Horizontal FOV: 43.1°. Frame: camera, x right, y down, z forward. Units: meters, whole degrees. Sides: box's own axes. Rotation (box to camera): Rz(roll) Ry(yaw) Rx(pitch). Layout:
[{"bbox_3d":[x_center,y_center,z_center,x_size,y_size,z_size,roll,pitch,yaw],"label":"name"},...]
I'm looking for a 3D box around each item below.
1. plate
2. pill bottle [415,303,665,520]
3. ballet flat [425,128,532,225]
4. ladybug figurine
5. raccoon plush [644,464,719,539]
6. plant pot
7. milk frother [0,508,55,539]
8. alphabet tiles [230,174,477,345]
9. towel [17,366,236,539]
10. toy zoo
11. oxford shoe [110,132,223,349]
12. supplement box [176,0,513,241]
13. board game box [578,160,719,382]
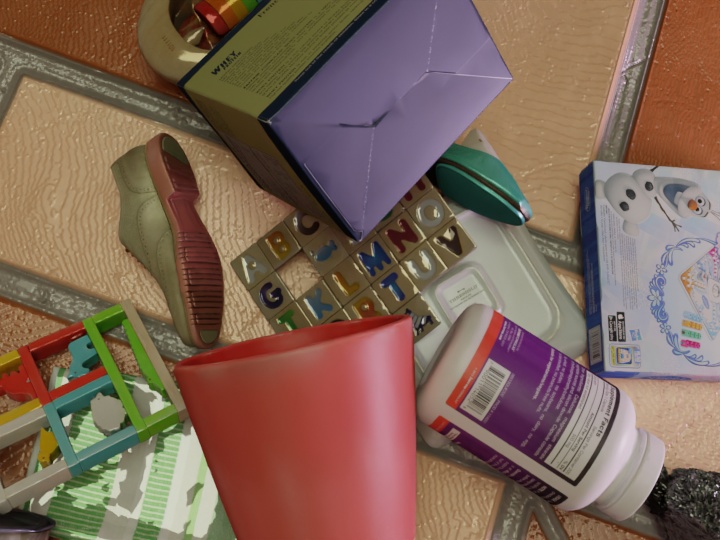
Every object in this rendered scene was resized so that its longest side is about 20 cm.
[{"bbox_3d":[0.098,0.030,0.859,0.198,0.032,0.202,-30,81,-12],"label":"plate"},{"bbox_3d":[0.150,0.123,0.768,0.198,0.113,0.113,32,75,2],"label":"pill bottle"},{"bbox_3d":[0.079,-0.108,0.857,0.198,0.068,0.071,23,71,20],"label":"ballet flat"},{"bbox_3d":[-0.126,-0.251,0.892,0.199,0.072,0.136,-38,81,-12],"label":"ladybug figurine"},{"bbox_3d":[0.327,0.185,0.812,0.133,0.097,0.201,-32,80,-19],"label":"raccoon plush"},{"bbox_3d":[-0.039,0.142,0.744,0.197,0.200,0.181,-11,92,-7],"label":"plant pot"},{"bbox_3d":[-0.346,0.275,0.670,0.177,0.200,0.192,6,81,7],"label":"milk frother"},{"bbox_3d":[0.000,0.000,0.836,0.199,0.008,0.168,-38,80,9],"label":"alphabet tiles"},{"bbox_3d":[-0.190,0.171,0.805,0.196,0.023,0.155,9,74,-2],"label":"towel"},{"bbox_3d":[-0.262,0.116,0.776,0.198,0.021,0.132,-25,58,-20],"label":"toy zoo"},{"bbox_3d":[-0.179,-0.020,0.843,0.073,0.071,0.203,-19,77,17],"label":"oxford shoe"},{"bbox_3d":[-0.019,-0.164,0.790,0.200,0.199,0.135,-46,125,-11],"label":"supplement box"},{"bbox_3d":[0.311,0.003,0.871,0.195,0.043,0.204,3,75,-8],"label":"board game box"}]
